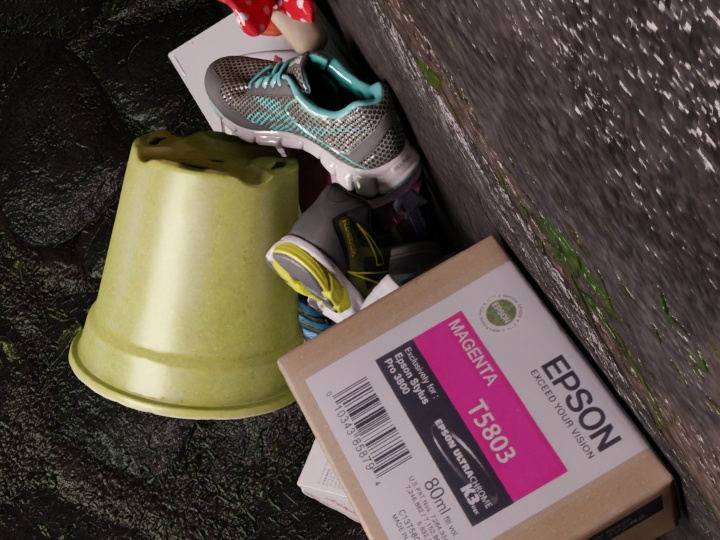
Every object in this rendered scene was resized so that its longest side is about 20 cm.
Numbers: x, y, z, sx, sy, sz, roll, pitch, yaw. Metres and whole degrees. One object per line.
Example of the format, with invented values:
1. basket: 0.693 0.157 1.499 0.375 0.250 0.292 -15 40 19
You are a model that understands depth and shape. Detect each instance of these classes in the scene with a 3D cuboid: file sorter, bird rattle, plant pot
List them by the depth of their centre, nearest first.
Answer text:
1. bird rattle: -0.075 -0.229 0.863 0.200 0.113 0.163 41 180 40
2. plant pot: -0.126 -0.009 0.903 0.200 0.200 0.185 -123 39 -65
3. file sorter: -0.104 -0.193 1.328 0.200 0.139 0.125 58 -178 8

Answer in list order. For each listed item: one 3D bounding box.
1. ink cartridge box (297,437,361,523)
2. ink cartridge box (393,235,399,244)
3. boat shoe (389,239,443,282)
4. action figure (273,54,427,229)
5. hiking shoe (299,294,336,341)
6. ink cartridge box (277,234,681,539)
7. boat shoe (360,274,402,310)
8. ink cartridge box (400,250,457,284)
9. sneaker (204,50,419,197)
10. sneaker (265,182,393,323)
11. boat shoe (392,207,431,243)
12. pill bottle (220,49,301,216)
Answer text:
1. ink cartridge box: 0.075 0.164 0.832 0.200 0.083 0.147 3 154 47
2. ink cartridge box: 0.017 0.033 1.188 0.146 0.085 0.200 64 -154 -12
3. boat shoe: 0.050 0.017 1.072 0.202 0.074 0.065 38 -139 -71
4. action figure: -0.043 -0.104 0.945 0.200 0.134 0.149 56 178 12
5. hiking shoe: -0.023 0.048 1.033 0.200 0.074 0.087 49 161 -3
6. ink cartridge box: 0.066 0.100 0.676 0.200 0.164 0.075 57 177 36
7. boat shoe: 0.095 0.060 0.824 0.202 0.086 0.075 29 -176 -5
8. ink cartridge box: 0.110 0.102 0.977 0.200 0.084 0.144 57 180 -30
9. sneaker: -0.042 -0.135 0.853 0.200 0.078 0.091 25 150 28
10. sneaker: 0.000 0.000 0.862 0.074 0.085 0.200 32 173 21
11. boat shoe: -0.003 -0.091 1.090 0.200 0.072 0.072 58 178 -6
12. pill bottle: -0.082 -0.117 1.154 0.114 0.113 0.201 -132 34 -86
